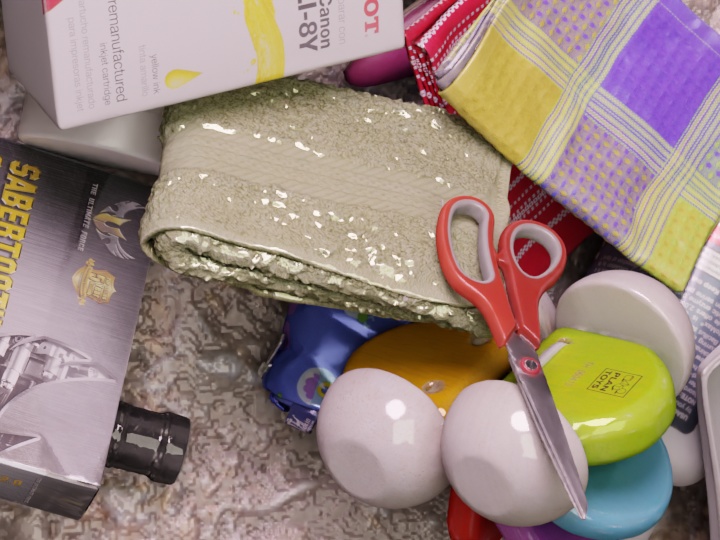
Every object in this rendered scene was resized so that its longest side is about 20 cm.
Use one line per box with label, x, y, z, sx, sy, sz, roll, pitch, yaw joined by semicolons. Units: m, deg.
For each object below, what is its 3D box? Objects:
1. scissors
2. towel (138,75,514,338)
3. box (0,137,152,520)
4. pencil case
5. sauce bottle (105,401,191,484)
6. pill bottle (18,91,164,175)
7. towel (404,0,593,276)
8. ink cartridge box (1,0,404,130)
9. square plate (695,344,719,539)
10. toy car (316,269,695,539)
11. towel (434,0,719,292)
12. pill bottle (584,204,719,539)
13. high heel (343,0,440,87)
scissors;0.075;0.041;1.255;0.073;0.014;0.200;13;47;-16
towel;-0.014;-0.043;1.322;0.200;0.036;0.148;13;50;-10
box;-0.204;0.023;1.364;0.158;0.048;0.200;18;56;-11
pencil case;0.000;0.000;1.444;0.087;0.078;0.200;15;85;-5
sauce bottle;-0.197;0.079;1.403;0.200;0.066;0.066;17;85;-14
pill bottle;-0.125;-0.161;1.399;0.114;0.114;0.200;13;86;-13
towel;0.105;-0.095;1.441;0.145;0.022;0.200;-39;130;-22
ink cartridge box;-0.083;-0.172;1.283;0.200;0.083;0.145;-15;122;-21
square plate;0.260;0.083;1.462;0.198;0.028;0.200;-37;133;-33
toy car;0.087;0.093;1.351;0.175;0.200;0.150;-42;124;-42
towel;0.143;-0.098;1.375;0.200;0.023;0.144;41;73;-21
pill bottle;0.169;0.060;1.462;0.120;0.120;0.200;31;82;-11
high heel;0.090;-0.134;1.471;0.200;0.067;0.096;-30;85;-16
